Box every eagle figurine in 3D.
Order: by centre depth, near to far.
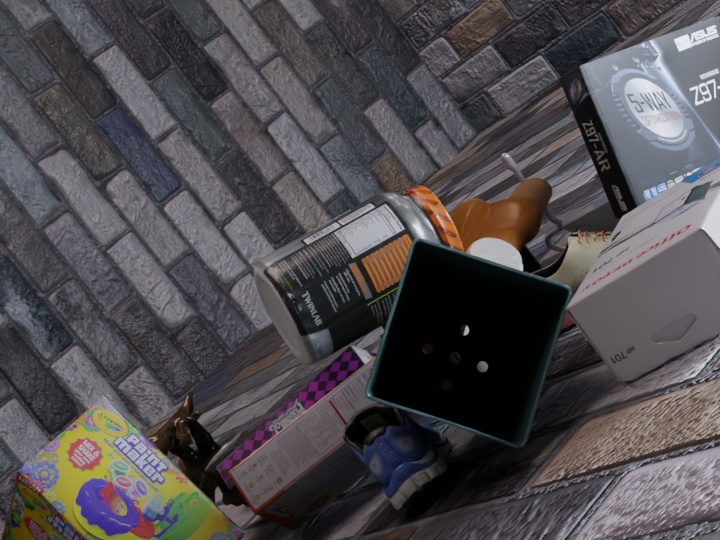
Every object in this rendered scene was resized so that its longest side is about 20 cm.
[{"bbox_3d":[-0.169,0.241,1.627,0.151,0.201,0.151,-23,25,6],"label":"eagle figurine"}]

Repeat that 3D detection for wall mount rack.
[{"bbox_3d":[0.262,-0.096,1.628,0.200,0.173,0.075,-32,48,46],"label":"wall mount rack"}]

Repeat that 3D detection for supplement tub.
[{"bbox_3d":[0.000,0.000,1.496,0.199,0.123,0.122,-29,4,-14],"label":"supplement tub"}]

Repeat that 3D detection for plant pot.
[{"bbox_3d":[0.091,0.071,1.301,0.200,0.140,0.142,87,-159,-84],"label":"plant pot"}]

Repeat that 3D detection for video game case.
[{"bbox_3d":[-0.038,0.168,1.574,0.200,0.036,0.181,-43,-23,11],"label":"video game case"}]

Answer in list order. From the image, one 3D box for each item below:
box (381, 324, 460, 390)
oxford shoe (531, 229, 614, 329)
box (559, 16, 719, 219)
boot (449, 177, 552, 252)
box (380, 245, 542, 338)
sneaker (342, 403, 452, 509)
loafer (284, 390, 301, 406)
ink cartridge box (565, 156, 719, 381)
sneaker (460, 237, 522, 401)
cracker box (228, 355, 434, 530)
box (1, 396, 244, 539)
[{"bbox_3d":[0.059,0.040,1.600,0.075,0.100,0.201,-30,45,8],"label":"box"},{"bbox_3d":[0.250,-0.015,1.483,0.200,0.074,0.071,-37,6,16],"label":"oxford shoe"},{"bbox_3d":[0.323,-0.162,1.517,0.199,0.161,0.043,-21,-1,-26],"label":"box"},{"bbox_3d":[0.124,-0.024,1.633,0.201,0.071,0.144,-33,13,46],"label":"boot"},{"bbox_3d":[0.126,0.053,1.719,0.200,0.079,0.141,-38,3,0],"label":"box"},{"bbox_3d":[0.034,0.159,1.369,0.078,0.089,0.200,-38,0,0],"label":"sneaker"},{"bbox_3d":[-0.089,0.221,1.819,0.200,0.075,0.070,-42,17,6],"label":"loafer"},{"bbox_3d":[0.278,-0.010,1.236,0.146,0.086,0.200,-34,6,34],"label":"ink cartridge box"},{"bbox_3d":[0.137,0.063,1.479,0.082,0.076,0.201,103,175,-48],"label":"sneaker"},{"bbox_3d":[-0.025,0.179,1.497,0.200,0.058,0.134,-37,-23,1],"label":"cracker box"},{"bbox_3d":[-0.246,0.270,1.472,0.122,0.200,0.193,-42,-11,-34],"label":"box"}]
